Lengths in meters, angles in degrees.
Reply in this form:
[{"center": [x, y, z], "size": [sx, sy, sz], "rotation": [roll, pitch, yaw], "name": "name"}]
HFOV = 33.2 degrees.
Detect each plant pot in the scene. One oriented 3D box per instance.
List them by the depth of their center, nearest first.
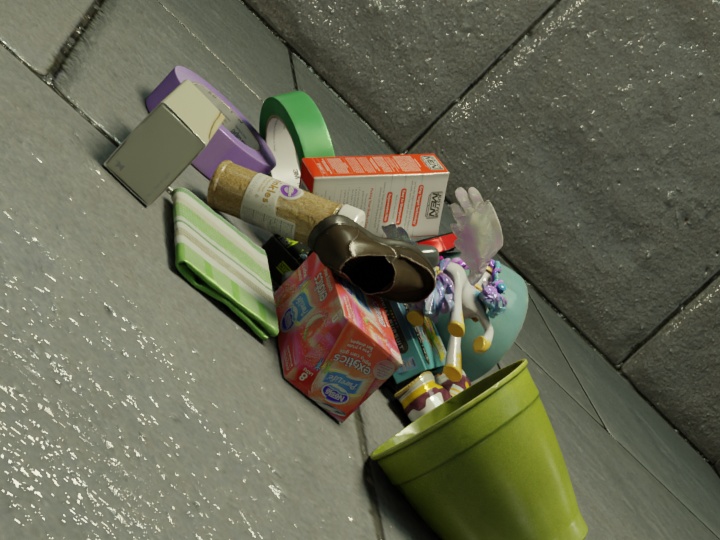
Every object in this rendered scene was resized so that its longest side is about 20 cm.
[{"center": [0.142, 0.231, 1.299], "size": [0.194, 0.199, 0.200], "rotation": [59, 12, 4], "name": "plant pot"}, {"center": [0.133, 0.051, 1.808], "size": [0.134, 0.200, 0.201], "rotation": [36, 15, -26], "name": "plant pot"}]

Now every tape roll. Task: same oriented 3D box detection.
[{"center": [-0.212, -0.199, 1.732], "size": [0.200, 0.066, 0.200], "rotation": [45, 12, -12], "name": "tape roll"}, {"center": [-0.092, -0.159, 1.770], "size": [0.200, 0.048, 0.203], "rotation": [166, -90, -70], "name": "tape roll"}]

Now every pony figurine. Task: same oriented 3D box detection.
[{"center": [0.123, 0.014, 1.605], "size": [0.194, 0.165, 0.201], "rotation": [54, 36, -26], "name": "pony figurine"}]

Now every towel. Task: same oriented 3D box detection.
[{"center": [-0.161, -0.009, 1.381], "size": [0.149, 0.031, 0.201], "rotation": [39, 16, -24], "name": "towel"}]

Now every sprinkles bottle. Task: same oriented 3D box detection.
[{"center": [-0.095, -0.076, 1.533], "size": [0.198, 0.069, 0.068], "rotation": [21, 7, 11], "name": "sprinkles bottle"}]

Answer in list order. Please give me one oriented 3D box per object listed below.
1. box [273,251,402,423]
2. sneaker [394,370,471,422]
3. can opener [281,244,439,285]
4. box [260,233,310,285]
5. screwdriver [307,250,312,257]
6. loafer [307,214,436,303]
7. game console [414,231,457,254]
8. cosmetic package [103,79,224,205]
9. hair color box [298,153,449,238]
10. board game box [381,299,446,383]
[{"center": [-0.033, 0.067, 1.386], "size": [0.094, 0.103, 0.201], "rotation": [40, 14, -23], "name": "box"}, {"center": [0.110, 0.186, 1.603], "size": [0.091, 0.075, 0.199], "rotation": [58, 20, 15], "name": "sneaker"}, {"center": [0.000, 0.000, 1.502], "size": [0.054, 0.197, 0.067], "rotation": [-104, -170, -47], "name": "can opener"}, {"center": [-0.045, 0.024, 1.633], "size": [0.193, 0.048, 0.200], "rotation": [44, 12, 0], "name": "box"}, {"center": [-0.030, -0.023, 1.641], "size": [0.028, 0.029, 0.200], "rotation": [47, 17, 9], "name": "screwdriver"}, {"center": [0.019, 0.004, 1.381], "size": [0.199, 0.073, 0.072], "rotation": [21, 30, -44], "name": "loafer"}, {"center": [0.072, -0.025, 1.795], "size": [0.176, 0.198, 0.031], "rotation": [-15, 90, -53], "name": "game console"}, {"center": [-0.228, -0.156, 1.431], "size": [0.073, 0.103, 0.200], "rotation": [44, 13, -12], "name": "cosmetic package"}, {"center": [0.015, -0.100, 1.657], "size": [0.197, 0.103, 0.061], "rotation": [-3, 32, -20], "name": "hair color box"}, {"center": [0.060, 0.070, 1.644], "size": [0.153, 0.046, 0.200], "rotation": [67, 11, 7], "name": "board game box"}]
